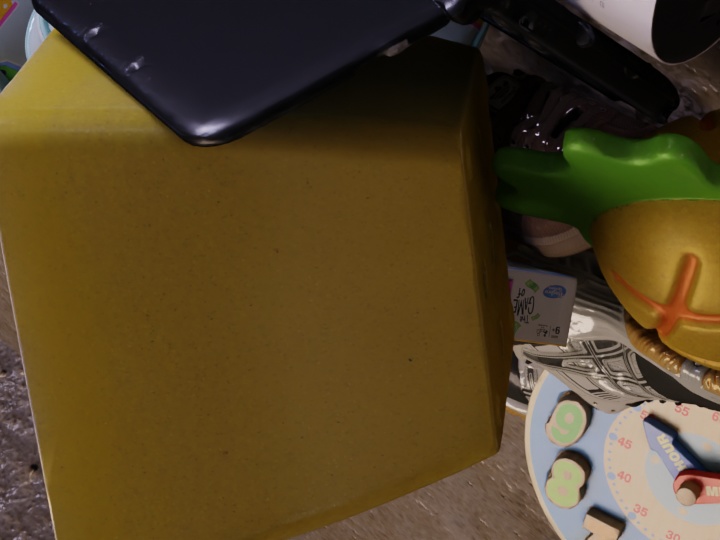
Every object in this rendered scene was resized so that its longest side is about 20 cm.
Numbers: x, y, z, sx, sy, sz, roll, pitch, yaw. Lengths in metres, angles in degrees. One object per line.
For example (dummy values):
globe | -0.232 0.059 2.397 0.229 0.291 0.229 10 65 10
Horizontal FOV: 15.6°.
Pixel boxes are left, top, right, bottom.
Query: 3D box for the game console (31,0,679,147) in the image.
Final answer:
game console | -0.005 -0.089 1.040 0.176 0.117 0.200 29 -173 -34

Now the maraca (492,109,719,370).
maraca | 0.146 -0.018 1.071 0.200 0.107 0.137 21 157 -31

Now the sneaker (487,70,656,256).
sneaker | 0.082 -0.056 1.251 0.076 0.070 0.200 52 163 -14

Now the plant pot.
plant pot | -0.032 -0.004 1.079 0.200 0.176 0.200 -74 -23 -69

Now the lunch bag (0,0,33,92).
lunch bag | -0.171 -0.169 1.419 0.122 0.170 0.200 29 166 42

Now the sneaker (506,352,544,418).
sneaker | 0.132 0.055 1.481 0.200 0.076 0.088 36 150 13

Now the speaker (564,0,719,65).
speaker | 0.062 -0.159 0.997 0.200 0.081 0.081 36 165 27

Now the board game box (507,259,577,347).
board game box | 0.000 0.000 1.299 0.134 0.034 0.200 8 -176 -24

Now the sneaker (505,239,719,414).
sneaker | 0.148 0.036 1.315 0.200 0.076 0.088 27 144 42

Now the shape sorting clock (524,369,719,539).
shape sorting clock | 0.178 0.111 1.397 0.200 0.039 0.200 13 119 23

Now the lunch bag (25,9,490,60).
lunch bag | -0.052 -0.115 1.219 0.200 0.161 0.077 28 171 -8
